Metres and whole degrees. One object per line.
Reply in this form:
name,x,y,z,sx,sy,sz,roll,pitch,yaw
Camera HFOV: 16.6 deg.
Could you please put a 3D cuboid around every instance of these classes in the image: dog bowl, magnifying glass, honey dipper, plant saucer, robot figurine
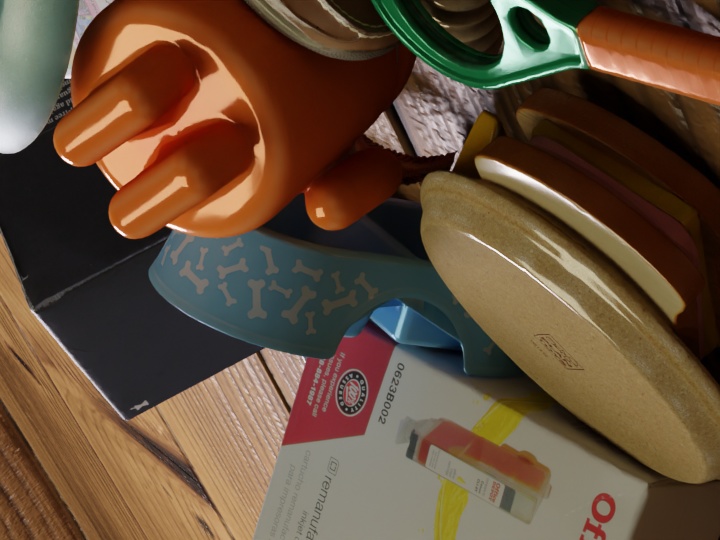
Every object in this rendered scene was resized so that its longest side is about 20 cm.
dog bowl,0.000,0.000,1.155,0.111,0.199,0.050,41,117,53
magnifying glass,0.073,-0.093,0.925,0.200,0.022,0.080,24,147,44
honey dipper,0.038,-0.151,0.957,0.038,0.038,0.200,46,159,26
plant saucer,-0.169,-0.151,1.077,0.200,0.027,0.201,14,106,60
robot figurine,-0.047,-0.090,1.079,0.143,0.200,0.117,24,131,19

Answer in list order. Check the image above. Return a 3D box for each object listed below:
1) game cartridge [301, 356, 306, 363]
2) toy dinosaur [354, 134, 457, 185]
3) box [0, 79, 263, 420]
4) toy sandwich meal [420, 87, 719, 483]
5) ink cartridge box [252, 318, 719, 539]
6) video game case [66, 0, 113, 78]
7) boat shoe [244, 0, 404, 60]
game cartridge,-0.048,-0.015,1.451,0.134,0.040,0.201,-108,-8,-59
toy dinosaur,-0.048,-0.079,1.290,0.200,0.105,0.181,40,-176,6
box,-0.152,-0.046,1.482,0.199,0.123,0.200,64,180,24
toy sandwich meal,0.105,0.006,1.044,0.205,0.070,0.205,42,169,10
ink cartridge box,0.058,0.118,1.177,0.199,0.146,0.083,27,-163,33
video game case,-0.150,-0.177,1.179,0.181,0.022,0.201,4,132,35
boat shoe,-0.036,-0.179,1.012,0.201,0.076,0.072,59,140,5
